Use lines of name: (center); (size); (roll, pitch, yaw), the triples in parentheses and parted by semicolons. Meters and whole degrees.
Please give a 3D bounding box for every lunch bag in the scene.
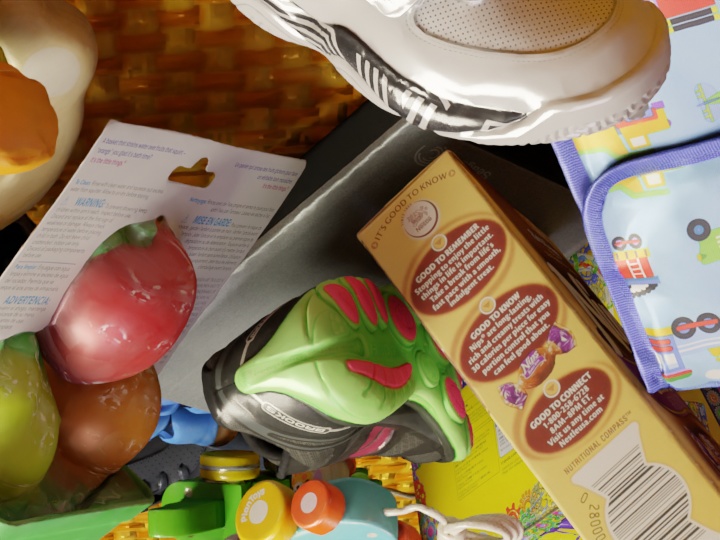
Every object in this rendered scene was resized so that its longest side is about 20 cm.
lunch bag: (0.145, -0.050, 0.750); (0.149, 0.094, 0.202); (-16, 108, 19)

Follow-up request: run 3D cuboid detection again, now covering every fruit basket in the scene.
fruit basket: (-0.114, 0.028, 0.818); (0.201, 0.093, 0.185); (-59, 162, 10)

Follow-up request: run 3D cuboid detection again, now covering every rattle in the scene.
rattle: (-0.170, -0.008, 0.778); (0.200, 0.143, 0.130); (-47, 144, 18)

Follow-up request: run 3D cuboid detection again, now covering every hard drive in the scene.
hard drive: (0.000, 0.000, 0.964); (0.139, 0.033, 0.200); (20, 131, -42)

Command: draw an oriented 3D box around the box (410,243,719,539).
box: (0.155, 0.077, 1.092); (0.191, 0.123, 0.200); (9, 150, -28)

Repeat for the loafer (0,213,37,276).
loafer: (-0.144, 0.037, 0.924); (0.072, 0.063, 0.201); (-30, 132, -20)

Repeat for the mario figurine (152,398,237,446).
mario figurine: (-0.150, 0.042, 1.037); (0.198, 0.106, 0.125); (-4, 119, -29)

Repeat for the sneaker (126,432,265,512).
sneaker: (-0.135, 0.138, 1.126); (0.200, 0.147, 0.077); (1, 151, -18)

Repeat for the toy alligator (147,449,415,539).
toy alligator: (-0.035, 0.116, 1.116); (0.199, 0.060, 0.054); (-4, -176, -40)

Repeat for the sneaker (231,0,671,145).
sneaker: (0.002, -0.116, 0.648); (0.199, 0.075, 0.115); (29, 154, 20)

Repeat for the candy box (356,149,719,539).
candy box: (0.090, 0.054, 0.856); (0.056, 0.200, 0.117); (-43, 150, 8)

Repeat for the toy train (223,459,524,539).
toy train: (0.001, 0.133, 1.029); (0.149, 0.056, 0.200); (5, 149, -10)

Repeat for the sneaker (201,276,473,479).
sneaker: (-0.009, 0.046, 0.911); (0.083, 0.077, 0.200); (-18, 162, 16)
